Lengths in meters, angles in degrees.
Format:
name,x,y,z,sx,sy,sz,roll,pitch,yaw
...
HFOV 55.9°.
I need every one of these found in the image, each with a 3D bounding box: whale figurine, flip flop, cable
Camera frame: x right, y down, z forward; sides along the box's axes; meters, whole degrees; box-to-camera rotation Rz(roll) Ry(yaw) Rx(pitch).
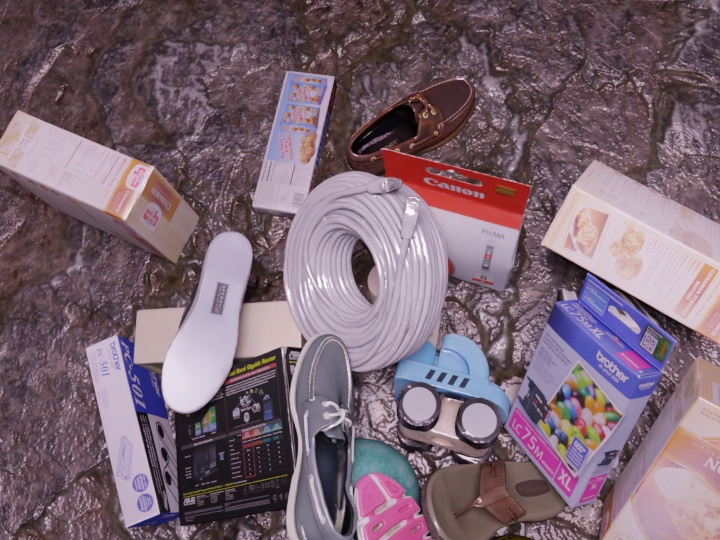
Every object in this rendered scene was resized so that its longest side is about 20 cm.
name,x,y,z,sx,sy,sz,roll,pitch,yaw
whale figurine,-0.005,0.279,0.707,0.156,0.104,0.204,8,74,9
flip flop,0.142,0.223,0.678,0.197,0.058,0.082,3,52,-32
cable,0.000,0.000,0.706,0.198,0.068,0.205,12,106,43

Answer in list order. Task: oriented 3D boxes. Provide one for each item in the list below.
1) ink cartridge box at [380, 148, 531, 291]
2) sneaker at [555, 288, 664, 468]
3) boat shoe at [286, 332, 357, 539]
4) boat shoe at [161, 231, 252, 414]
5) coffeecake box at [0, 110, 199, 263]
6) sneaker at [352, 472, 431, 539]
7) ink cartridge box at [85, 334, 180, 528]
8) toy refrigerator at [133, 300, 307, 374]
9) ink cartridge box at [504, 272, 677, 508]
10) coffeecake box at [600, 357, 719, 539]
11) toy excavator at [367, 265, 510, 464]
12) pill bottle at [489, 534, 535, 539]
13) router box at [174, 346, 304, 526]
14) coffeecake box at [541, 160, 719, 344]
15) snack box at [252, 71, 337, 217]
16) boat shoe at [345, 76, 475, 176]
name,x,y,z,sx,sy,sz,roll,pitch,yaw
ink cartridge box,0.097,-0.048,0.748,0.159,0.200,0.051,17,74,12
sneaker,0.285,0.111,0.740,0.113,0.076,0.205,-6,69,7
boat shoe,-0.025,0.153,0.631,0.072,0.061,0.204,21,61,-33
boat shoe,-0.166,0.057,0.741,0.069,0.066,0.204,14,70,-12
coffeecake box,-0.322,-0.099,0.841,0.197,0.154,0.074,23,76,13
sneaker,0.033,0.293,0.643,0.073,0.087,0.203,-23,84,-36
ink cartridge box,-0.252,0.183,0.774,0.043,0.094,0.203,-22,71,0
toy refrigerator,-0.159,0.084,0.804,0.195,0.076,0.072,-4,71,5
ink cartridge box,0.219,0.119,0.676,0.041,0.203,0.120,-2,32,-30
coffeecake box,0.337,0.209,0.631,0.151,0.073,0.203,26,121,15
toy excavator,0.082,0.097,0.772,0.190,0.101,0.203,13,60,12
pill bottle,0.152,0.308,0.627,0.109,0.200,0.114,-2,72,6
router box,-0.119,0.180,0.725,0.198,0.062,0.153,-23,67,36
coffeecake box,0.311,-0.028,0.725,0.198,0.153,0.074,31,119,15
snack box,-0.086,-0.169,0.903,0.070,0.024,0.204,9,74,11
boat shoe,0.067,-0.186,0.867,0.199,0.071,0.071,-38,71,-7
